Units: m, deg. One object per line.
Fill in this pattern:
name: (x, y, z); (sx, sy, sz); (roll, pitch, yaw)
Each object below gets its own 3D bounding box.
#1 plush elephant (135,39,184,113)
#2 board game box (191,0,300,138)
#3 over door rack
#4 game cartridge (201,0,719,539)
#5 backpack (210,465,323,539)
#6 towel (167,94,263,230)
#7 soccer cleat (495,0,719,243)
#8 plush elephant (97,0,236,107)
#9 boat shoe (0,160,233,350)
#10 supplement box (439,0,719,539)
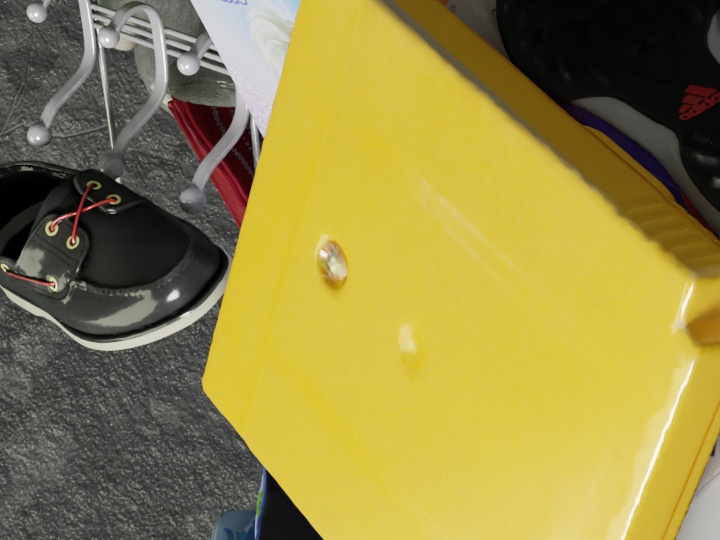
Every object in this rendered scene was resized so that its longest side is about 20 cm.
plush elephant: (-0.081, -0.182, 1.312); (0.199, 0.165, 0.155); (33, 137, 17)
board game box: (0.018, -0.084, 0.939); (0.199, 0.041, 0.201); (17, 146, 42)
over door rack: (-0.102, -0.044, 1.090); (0.147, 0.066, 0.201); (24, 139, 44)
game cartridge: (0.027, 0.023, 0.641); (0.200, 0.032, 0.177); (45, 131, 39)
backpack: (0.010, 0.196, 1.099); (0.201, 0.146, 0.183); (58, -167, -24)
towel: (-0.004, -0.059, 1.221); (0.145, 0.199, 0.023); (59, 136, 25)
soccer cleat: (0.101, -0.036, 0.622); (0.200, 0.068, 0.073); (50, 166, 48)
plush elephant: (-0.026, -0.114, 1.106); (0.199, 0.165, 0.155); (30, -153, -33)
boat shoe: (-0.137, -0.011, 1.035); (0.201, 0.074, 0.063); (14, 145, 51)
supplement box: (0.090, 0.003, 0.694); (0.126, 0.074, 0.200); (14, -144, -51)
